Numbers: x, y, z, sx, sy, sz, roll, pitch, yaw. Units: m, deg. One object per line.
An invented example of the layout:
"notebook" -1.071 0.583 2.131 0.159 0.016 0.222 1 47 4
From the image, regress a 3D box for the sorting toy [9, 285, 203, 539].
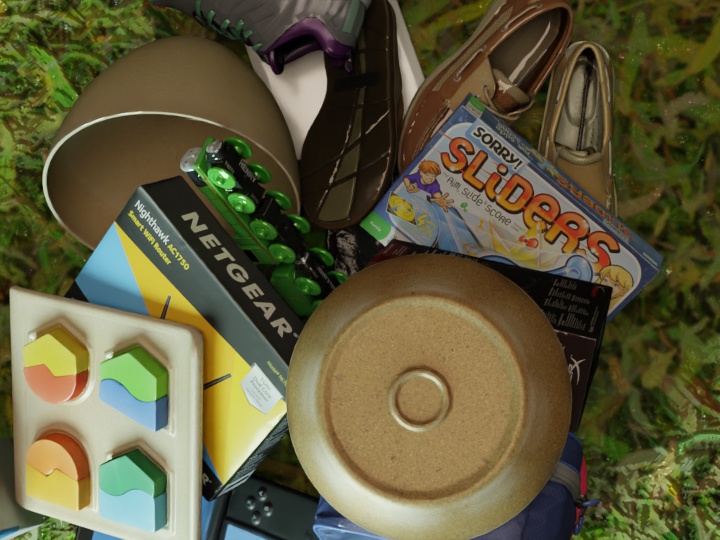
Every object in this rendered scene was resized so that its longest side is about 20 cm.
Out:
"sorting toy" -0.201 0.117 1.200 0.200 0.036 0.186 13 109 32

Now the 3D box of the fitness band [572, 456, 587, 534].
"fitness band" 0.080 0.162 1.250 0.199 0.037 0.144 14 70 11

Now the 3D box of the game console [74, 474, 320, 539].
"game console" -0.136 0.257 1.245 0.170 0.118 0.201 13 89 40

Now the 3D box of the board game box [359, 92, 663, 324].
"board game box" 0.118 -0.024 1.234 0.200 0.034 0.135 39 117 -4

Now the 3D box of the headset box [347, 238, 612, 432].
"headset box" 0.078 0.042 1.166 0.199 0.149 0.077 11 106 10

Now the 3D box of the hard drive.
"hard drive" -0.031 -0.202 1.309 0.132 0.027 0.201 -20 84 5

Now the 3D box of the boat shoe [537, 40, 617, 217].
"boat shoe" 0.171 -0.083 1.253 0.071 0.076 0.201 -1 90 4

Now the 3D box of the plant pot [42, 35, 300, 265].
"plant pot" -0.142 -0.108 1.251 0.200 0.201 0.135 -1 54 7

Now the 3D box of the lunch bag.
"lunch bag" 0.076 0.159 1.159 0.199 0.136 0.133 12 71 8

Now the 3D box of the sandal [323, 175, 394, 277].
"sandal" -0.001 -0.001 1.284 0.075 0.048 0.201 -7 86 6

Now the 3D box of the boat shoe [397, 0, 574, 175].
"boat shoe" 0.100 -0.144 1.256 0.076 0.072 0.200 31 92 -25

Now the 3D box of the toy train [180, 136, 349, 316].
"toy train" -0.072 -0.030 1.201 0.056 0.200 0.042 1 53 36

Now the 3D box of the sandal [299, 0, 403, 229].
"sandal" 0.000 -0.127 1.263 0.082 0.055 0.201 -6 70 25

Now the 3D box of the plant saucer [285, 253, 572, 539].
"plant saucer" 0.043 0.087 1.069 0.200 0.035 0.201 -1 86 11

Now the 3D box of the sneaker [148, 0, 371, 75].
"sneaker" -0.092 -0.203 1.255 0.199 0.074 0.088 6 77 20

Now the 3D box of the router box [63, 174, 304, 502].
"router box" -0.126 0.051 1.187 0.200 0.051 0.149 49 125 14

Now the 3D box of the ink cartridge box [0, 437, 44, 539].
"ink cartridge box" -0.379 0.212 1.268 0.200 0.145 0.084 -25 84 5
